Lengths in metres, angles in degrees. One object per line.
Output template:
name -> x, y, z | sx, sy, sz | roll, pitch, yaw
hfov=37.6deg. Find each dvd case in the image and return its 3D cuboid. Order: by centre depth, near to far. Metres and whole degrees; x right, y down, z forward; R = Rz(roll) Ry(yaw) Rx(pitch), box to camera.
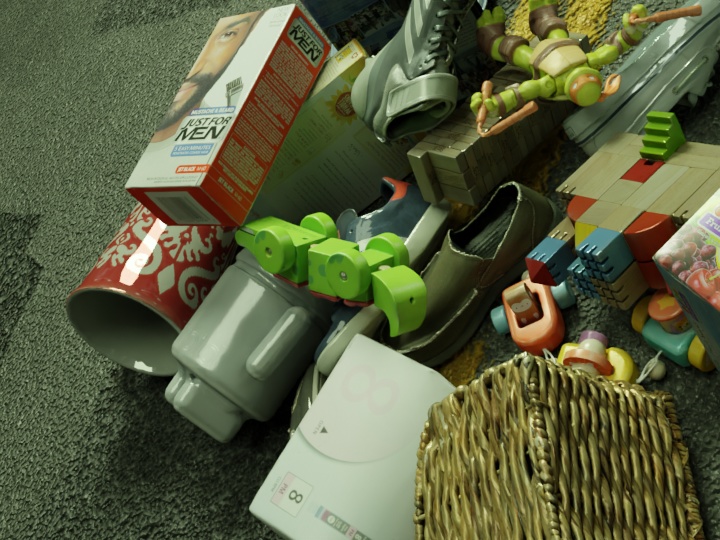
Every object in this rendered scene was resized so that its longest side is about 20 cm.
dvd case -> 0.047, -0.226, 1.000 | 0.141, 0.200, 0.018 | -19, 46, 24

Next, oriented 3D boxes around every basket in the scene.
basket -> 0.130, 0.179, 0.702 | 0.142, 0.147, 0.202 | -39, 45, 43

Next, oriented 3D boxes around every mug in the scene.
mug -> -0.209, -0.010, 1.088 | 0.176, 0.134, 0.202 | -13, 41, 39

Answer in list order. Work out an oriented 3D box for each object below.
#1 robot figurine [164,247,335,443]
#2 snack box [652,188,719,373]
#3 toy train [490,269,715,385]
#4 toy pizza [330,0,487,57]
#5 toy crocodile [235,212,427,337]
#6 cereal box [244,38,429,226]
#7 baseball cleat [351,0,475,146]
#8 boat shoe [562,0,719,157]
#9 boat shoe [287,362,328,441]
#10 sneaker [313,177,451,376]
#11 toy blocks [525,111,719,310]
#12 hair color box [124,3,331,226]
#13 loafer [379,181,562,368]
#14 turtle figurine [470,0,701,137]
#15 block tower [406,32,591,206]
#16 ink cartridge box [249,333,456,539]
robot figurine -> -0.094, 0.055, 0.965 | 0.201, 0.113, 0.169 | -55, 24, -10
snack box -> 0.298, -0.021, 0.670 | 0.200, 0.169, 0.068 | -44, 46, 1
toy train -> 0.188, 0.028, 0.805 | 0.198, 0.056, 0.152 | -23, 48, 24
toy pizza -> 0.054, -0.265, 1.150 | 0.198, 0.032, 0.202 | -20, 50, 26
toy crocodile -> -0.026, -0.003, 0.873 | 0.198, 0.063, 0.067 | 19, 27, 36
cereal box -> -0.041, -0.108, 1.024 | 0.199, 0.144, 0.040 | -36, 42, 10
baseball cleat -> 0.071, -0.197, 0.909 | 0.201, 0.069, 0.107 | -57, 46, 23
boat shoe -> 0.261, -0.166, 0.889 | 0.200, 0.067, 0.074 | -43, 4, 8
boat shoe -> -0.041, 0.167, 0.875 | 0.056, 0.067, 0.202 | -21, 51, 18
sneaker -> 0.000, 0.000, 0.933 | 0.084, 0.075, 0.201 | 30, 61, 9
toy blocks -> 0.204, -0.032, 0.769 | 0.136, 0.100, 0.199 | -42, 28, -15
hair color box -> -0.119, -0.140, 0.959 | 0.110, 0.064, 0.202 | 1, 58, 42
loafer -> 0.082, 0.000, 0.899 | 0.200, 0.070, 0.075 | -48, 42, -1
turtle figurine -> 0.170, -0.179, 0.877 | 0.198, 0.065, 0.162 | -31, 38, 4
block tower -> 0.130, -0.136, 0.936 | 0.200, 0.054, 0.057 | -43, 39, -23
ink cartridge box -> 0.038, 0.160, 0.784 | 0.198, 0.057, 0.164 | 23, 72, 32
